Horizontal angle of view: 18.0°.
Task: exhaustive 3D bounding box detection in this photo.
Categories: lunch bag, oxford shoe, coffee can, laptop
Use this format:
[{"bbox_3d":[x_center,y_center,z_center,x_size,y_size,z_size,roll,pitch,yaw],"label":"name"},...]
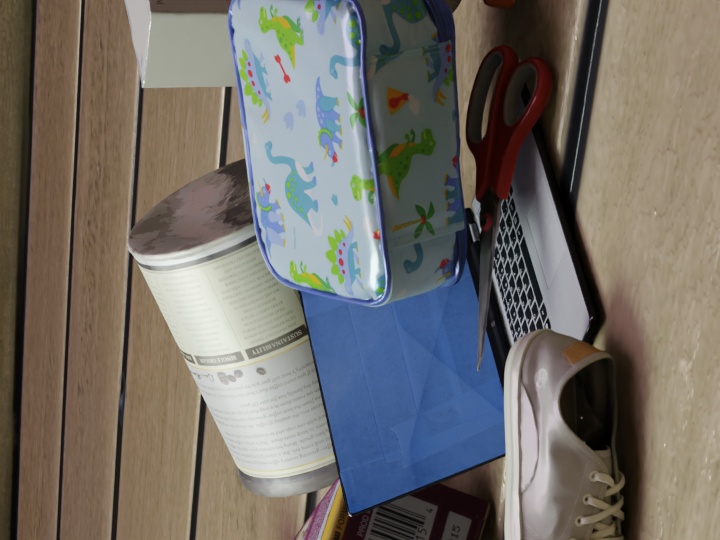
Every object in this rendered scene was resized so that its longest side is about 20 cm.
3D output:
[{"bbox_3d":[-0.010,-0.086,1.397,0.160,0.082,0.201,11,112,53],"label":"lunch bag"},{"bbox_3d":[0.120,0.132,1.269,0.058,0.075,0.201,-3,90,38],"label":"oxford shoe"},{"bbox_3d":[-0.058,0.037,1.602,0.201,0.146,0.146,65,173,-21],"label":"coffee can"},{"bbox_3d":[0.048,0.018,1.409,0.200,0.115,0.188,107,155,-50],"label":"laptop"}]

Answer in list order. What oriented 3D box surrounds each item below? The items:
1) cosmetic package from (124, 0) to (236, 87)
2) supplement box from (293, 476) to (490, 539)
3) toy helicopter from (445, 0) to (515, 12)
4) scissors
[{"bbox_3d":[-0.063,-0.191,1.627,0.073,0.199,0.104,104,158,-45],"label":"cosmetic package"},{"bbox_3d":[0.001,0.228,1.552,0.200,0.103,0.131,122,168,-64],"label":"supplement box"},{"bbox_3d":[0.067,-0.261,1.433,0.132,0.078,0.201,-137,57,-81],"label":"toy helicopter"},{"bbox_3d":[0.077,-0.040,1.383,0.073,0.014,0.201,7,84,55],"label":"scissors"}]
